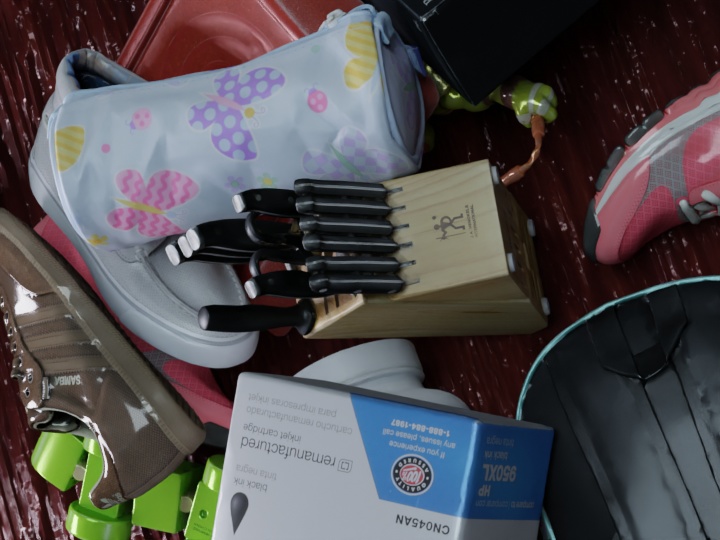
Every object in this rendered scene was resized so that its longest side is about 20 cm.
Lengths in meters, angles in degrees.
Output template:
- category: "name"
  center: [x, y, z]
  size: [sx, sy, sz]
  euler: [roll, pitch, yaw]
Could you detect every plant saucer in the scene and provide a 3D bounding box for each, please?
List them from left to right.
- category: "plant saucer"
  center: [-0.071, -0.094, 1.255]
  size: [0.200, 0.037, 0.200]
  euler: [49, 126, 21]

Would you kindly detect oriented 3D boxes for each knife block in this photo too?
- category: "knife block"
  center: [0.000, 0.000, 1.158]
  size: [0.174, 0.200, 0.064]
  euler: [-12, 75, 12]

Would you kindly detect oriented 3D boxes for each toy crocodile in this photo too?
- category: "toy crocodile"
  center: [-0.106, 0.131, 1.262]
  size: [0.199, 0.062, 0.068]
  euler: [16, 101, 20]

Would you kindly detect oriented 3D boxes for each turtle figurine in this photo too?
- category: "turtle figurine"
  center: [0.041, -0.126, 1.238]
  size: [0.199, 0.064, 0.162]
  euler: [7, 68, 49]

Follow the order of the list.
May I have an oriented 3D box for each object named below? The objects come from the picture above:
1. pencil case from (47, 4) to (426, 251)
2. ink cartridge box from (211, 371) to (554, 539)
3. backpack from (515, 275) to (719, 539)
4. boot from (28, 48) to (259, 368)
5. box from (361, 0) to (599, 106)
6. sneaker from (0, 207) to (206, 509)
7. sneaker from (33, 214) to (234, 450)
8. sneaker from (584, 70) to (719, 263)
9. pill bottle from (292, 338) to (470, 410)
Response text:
- category: "pencil case"
  center: [-0.064, -0.072, 1.144]
  size: [0.199, 0.091, 0.083]
  euler: [-15, 32, 16]
- category: "ink cartridge box"
  center: [0.001, 0.162, 1.074]
  size: [0.144, 0.084, 0.202]
  euler: [9, 89, 32]
- category: "backpack"
  center: [0.175, 0.109, 1.103]
  size: [0.175, 0.153, 0.201]
  euler: [-25, 80, 15]
- category: "boot"
  center: [-0.121, -0.039, 1.232]
  size: [0.200, 0.073, 0.096]
  euler: [44, 137, 28]
- category: "box"
  center: [0.049, -0.202, 1.193]
  size: [0.141, 0.079, 0.200]
  euler: [-38, 46, -4]
- category: "sneaker"
  center: [-0.170, 0.046, 1.216]
  size: [0.075, 0.070, 0.200]
  euler: [-43, 59, -2]
- category: "sneaker"
  center: [-0.129, 0.026, 1.281]
  size: [0.200, 0.074, 0.087]
  euler: [39, 93, 23]
- category: "sneaker"
  center: [0.207, -0.062, 1.161]
  size: [0.200, 0.074, 0.087]
  euler: [-42, 70, 9]
- category: "pill bottle"
  center: [0.026, 0.144, 1.176]
  size: [0.112, 0.112, 0.201]
  euler: [-24, 72, 15]
